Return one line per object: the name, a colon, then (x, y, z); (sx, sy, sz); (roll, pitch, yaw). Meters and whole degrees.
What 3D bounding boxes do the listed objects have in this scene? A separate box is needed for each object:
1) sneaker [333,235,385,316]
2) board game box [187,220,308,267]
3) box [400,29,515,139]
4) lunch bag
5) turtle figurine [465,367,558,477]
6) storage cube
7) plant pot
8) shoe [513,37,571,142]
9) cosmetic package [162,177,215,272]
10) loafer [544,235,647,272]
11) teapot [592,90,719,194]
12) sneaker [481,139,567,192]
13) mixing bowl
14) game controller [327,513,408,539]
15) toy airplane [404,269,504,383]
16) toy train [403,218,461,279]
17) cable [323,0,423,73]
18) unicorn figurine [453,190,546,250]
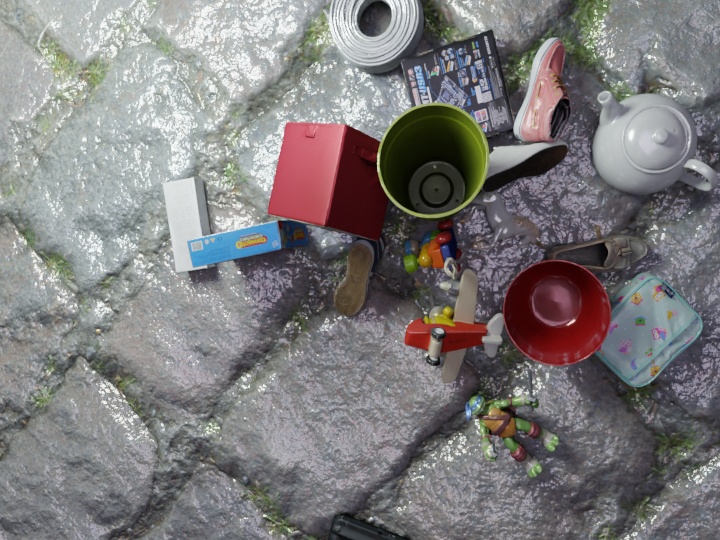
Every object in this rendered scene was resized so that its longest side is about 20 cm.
sneaker: (0.000, 0.000, 1.171); (0.068, 0.109, 0.204); (22, 128, 6)
board game box: (-0.229, -0.059, 1.138); (0.194, 0.196, 0.058); (-11, 93, 12)
box: (0.199, -0.359, 1.107); (0.193, 0.050, 0.206); (-15, 92, 12)
lunch bag: (0.558, 0.117, 1.061); (0.160, 0.077, 0.200); (44, 101, 5)
turtle figurine: (0.314, 0.327, 1.078); (0.192, 0.146, 0.199); (37, 144, -12)
storage cube: (-0.053, -0.172, 1.050); (0.197, 0.169, 0.185); (16, 94, 40)
plant pot: (0.142, -0.180, 1.025); (0.194, 0.193, 0.207); (-1, 82, 11)
shoe: (0.373, -0.346, 1.039); (0.090, 0.070, 0.205); (26, 98, 53)
cosmetic package: (-0.393, -0.104, 1.239); (0.080, 0.051, 0.207); (-6, 93, 13)
loafer: (0.472, -0.029, 1.073); (0.194, 0.063, 0.074); (-5, 93, 11)
teapot: (0.540, -0.236, 1.002); (0.194, 0.146, 0.204); (-7, 94, 10)
sneaker: (0.317, -0.232, 1.085); (0.195, 0.074, 0.086); (-19, 52, -5)
mixing bowl: (0.387, 0.073, 1.067); (0.194, 0.108, 0.207); (4, 101, 21)
game controller: (0.020, 0.633, 1.231); (0.194, 0.042, 0.107); (17, 111, 10)
toy airplane: (0.197, 0.118, 1.115); (0.200, 0.141, 0.199); (-44, 124, 2)
toy train: (0.136, -0.022, 1.073); (0.113, 0.201, 0.087); (-15, 113, 19)
cable: (0.032, -0.520, 1.115); (0.196, 0.069, 0.205); (-25, 89, 12)
unicorn figurine: (0.279, -0.098, 1.099); (0.135, 0.074, 0.204); (-27, 89, 12)
